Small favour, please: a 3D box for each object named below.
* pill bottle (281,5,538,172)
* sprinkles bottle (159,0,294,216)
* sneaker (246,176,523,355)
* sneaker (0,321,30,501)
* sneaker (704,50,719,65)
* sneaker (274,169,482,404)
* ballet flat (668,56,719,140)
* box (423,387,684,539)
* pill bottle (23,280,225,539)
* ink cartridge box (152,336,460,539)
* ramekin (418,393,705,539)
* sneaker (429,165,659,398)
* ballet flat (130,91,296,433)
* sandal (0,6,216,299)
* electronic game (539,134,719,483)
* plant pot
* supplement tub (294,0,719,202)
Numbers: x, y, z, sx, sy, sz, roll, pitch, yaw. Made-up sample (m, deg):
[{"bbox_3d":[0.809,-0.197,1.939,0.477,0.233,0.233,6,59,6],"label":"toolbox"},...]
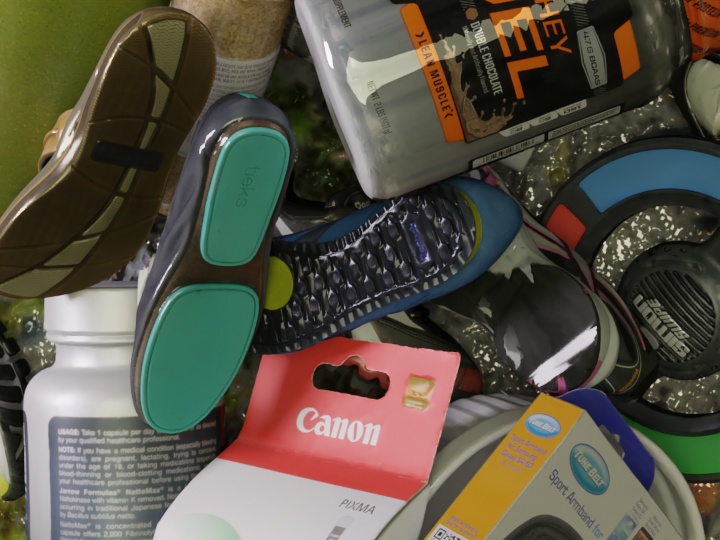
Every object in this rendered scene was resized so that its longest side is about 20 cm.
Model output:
[{"bbox_3d":[0.031,-0.148,1.077,0.199,0.113,0.114,31,95,5],"label":"pill bottle"},{"bbox_3d":[-0.080,-0.119,1.037,0.068,0.068,0.201,28,133,4],"label":"sprinkles bottle"},{"bbox_3d":[0.000,0.000,1.044,0.199,0.078,0.066,-20,84,30],"label":"sneaker"},{"bbox_3d":[-0.261,0.055,1.140,0.090,0.078,0.201,-30,78,7],"label":"sneaker"},{"bbox_3d":[0.176,-0.184,1.059,0.200,0.074,0.081,36,88,26],"label":"sneaker"},{"bbox_3d":[-0.002,0.008,1.108,0.200,0.071,0.098,35,98,5],"label":"sneaker"},{"bbox_3d":[0.232,-0.073,1.082,0.068,0.068,0.201,-26,89,7],"label":"ballet flat"},{"bbox_3d":[0.086,0.159,0.959,0.200,0.041,0.119,-49,125,-12],"label":"box"},{"bbox_3d":[-0.138,0.109,1.103,0.118,0.120,0.202,0,93,6],"label":"pill bottle"},{"bbox_3d":[-0.038,0.128,1.002,0.160,0.050,0.202,6,79,46],"label":"ink cartridge box"},{"bbox_3d":[0.084,0.165,1.059,0.198,0.105,0.202,-4,101,-20],"label":"ramekin"},{"bbox_3d":[0.096,0.012,1.065,0.080,0.086,0.200,-50,43,18],"label":"sneaker"},{"bbox_3d":[-0.083,-0.009,1.022,0.073,0.073,0.201,21,116,5],"label":"ballet flat"},{"bbox_3d":[-0.141,-0.064,1.018,0.080,0.054,0.201,15,121,-33],"label":"sandal"},{"bbox_3d":[0.182,0.023,1.070,0.199,0.042,0.202,8,106,31],"label":"electronic game"},{"bbox_3d":[-0.199,-0.118,1.084,0.186,0.187,0.202,16,108,5],"label":"plant pot"},{"bbox_3d":[0.076,-0.123,0.958,0.199,0.123,0.123,-21,90,-2],"label":"supplement tub"}]
